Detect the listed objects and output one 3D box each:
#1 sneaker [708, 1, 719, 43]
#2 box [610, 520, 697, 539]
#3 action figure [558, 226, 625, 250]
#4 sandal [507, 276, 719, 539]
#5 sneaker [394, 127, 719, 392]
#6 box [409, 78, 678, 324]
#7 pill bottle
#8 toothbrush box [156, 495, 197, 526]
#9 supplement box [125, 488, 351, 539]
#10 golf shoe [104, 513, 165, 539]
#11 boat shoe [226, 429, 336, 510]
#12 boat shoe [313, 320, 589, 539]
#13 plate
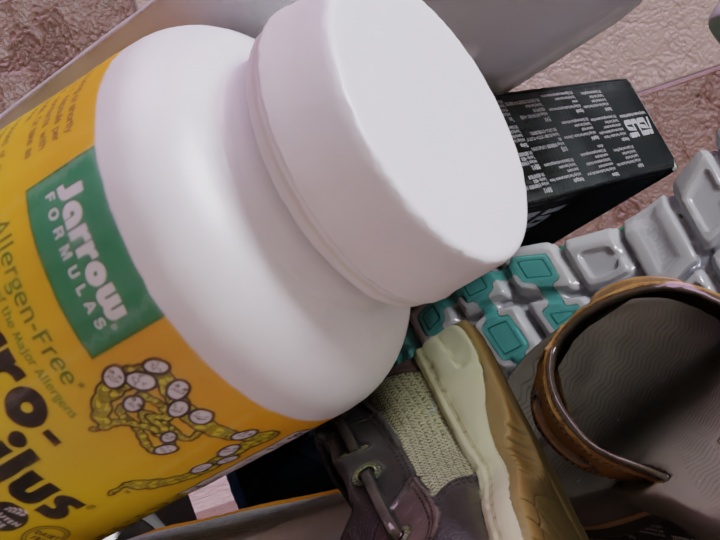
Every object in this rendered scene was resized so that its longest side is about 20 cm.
[{"bbox_3d":[0.248,-0.088,1.027,0.099,0.200,0.071,-58,10,-8],"label":"sneaker"},{"bbox_3d":[0.163,0.053,0.803,0.157,0.050,0.200,-19,1,-12],"label":"box"},{"bbox_3d":[0.132,-0.004,0.995,0.199,0.055,0.118,-15,2,-24],"label":"action figure"},{"bbox_3d":[0.079,0.037,0.691,0.082,0.055,0.200,-55,17,-4],"label":"sandal"},{"bbox_3d":[0.099,0.020,0.826,0.200,0.078,0.091,-28,-27,14],"label":"sneaker"},{"bbox_3d":[0.000,0.000,0.885,0.193,0.048,0.200,-29,-6,21],"label":"box"},{"bbox_3d":[-0.058,0.004,0.674,0.200,0.113,0.113,-29,-3,28],"label":"pill bottle"},{"bbox_3d":[-0.156,0.104,1.052,0.085,0.147,0.200,-21,4,-36],"label":"toothbrush box"},{"bbox_3d":[-0.087,0.127,0.696,0.200,0.074,0.126,-17,0,-41],"label":"supplement box"},{"bbox_3d":[-0.152,0.135,0.868,0.199,0.095,0.078,-21,3,-7],"label":"golf shoe"},{"bbox_3d":[0.000,0.094,0.935,0.069,0.084,0.200,-37,16,-1],"label":"boat shoe"},{"bbox_3d":[0.026,0.081,0.621,0.065,0.073,0.200,-29,20,6],"label":"boat shoe"},{"bbox_3d":[-0.002,-0.066,0.769,0.199,0.032,0.200,-30,-13,39],"label":"plate"}]
